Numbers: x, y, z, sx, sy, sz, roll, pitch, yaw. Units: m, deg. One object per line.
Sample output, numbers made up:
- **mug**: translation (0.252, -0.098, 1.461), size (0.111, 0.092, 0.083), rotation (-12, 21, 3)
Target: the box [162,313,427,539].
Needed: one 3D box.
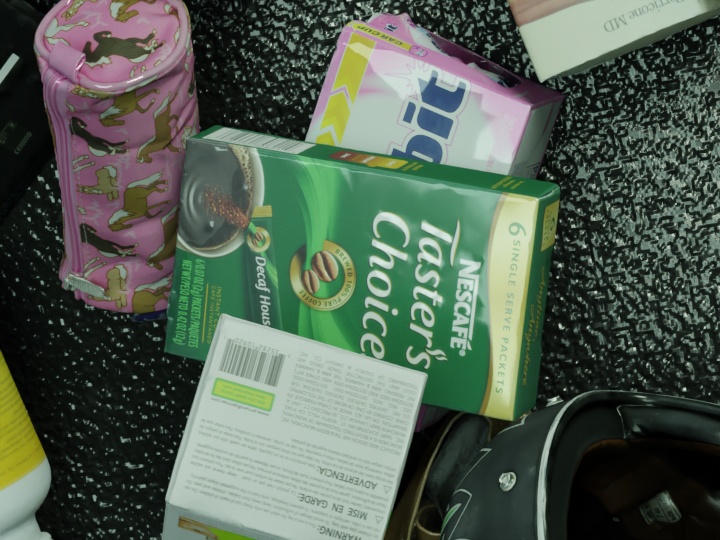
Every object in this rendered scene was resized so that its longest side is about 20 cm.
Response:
- **box**: translation (-0.038, 0.108, 1.541), size (0.112, 0.200, 0.102), rotation (16, 73, -1)

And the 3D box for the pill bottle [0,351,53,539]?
- **pill bottle**: translation (-0.243, 0.097, 1.689), size (0.111, 0.112, 0.201), rotation (-20, 99, 22)

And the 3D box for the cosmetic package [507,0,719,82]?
- **cosmetic package**: translation (0.108, -0.209, 1.529), size (0.103, 0.087, 0.201), rotation (-23, 89, 21)

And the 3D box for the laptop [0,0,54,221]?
- **laptop**: translation (-0.268, -0.124, 1.727), size (0.199, 0.103, 0.178), rotation (34, 111, -14)

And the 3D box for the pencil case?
- **pencil case**: translation (-0.127, -0.063, 1.590), size (0.082, 0.087, 0.201), rotation (5, 139, 4)

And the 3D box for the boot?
- **boot**: translation (0.031, 0.159, 1.604), size (0.073, 0.075, 0.201), rotation (24, 97, 14)

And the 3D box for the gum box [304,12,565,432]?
- **gum box**: translation (0.023, -0.030, 1.598), size (0.113, 0.066, 0.201), rotation (23, 106, 15)

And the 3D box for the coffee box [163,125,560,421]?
- **coffee box**: translation (0.000, 0.000, 1.550), size (0.199, 0.044, 0.124), rotation (12, 103, 17)

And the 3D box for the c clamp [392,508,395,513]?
- **c clamp**: translation (-0.001, 0.219, 1.670), size (0.170, 0.027, 0.201), rotation (-25, 87, 17)

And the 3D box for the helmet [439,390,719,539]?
- **helmet**: translation (0.134, 0.157, 1.513), size (0.189, 0.200, 0.202), rotation (5, 100, 7)
